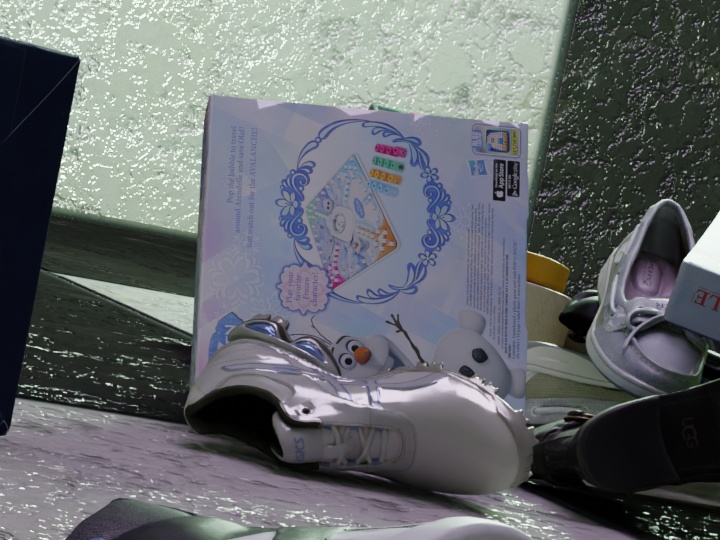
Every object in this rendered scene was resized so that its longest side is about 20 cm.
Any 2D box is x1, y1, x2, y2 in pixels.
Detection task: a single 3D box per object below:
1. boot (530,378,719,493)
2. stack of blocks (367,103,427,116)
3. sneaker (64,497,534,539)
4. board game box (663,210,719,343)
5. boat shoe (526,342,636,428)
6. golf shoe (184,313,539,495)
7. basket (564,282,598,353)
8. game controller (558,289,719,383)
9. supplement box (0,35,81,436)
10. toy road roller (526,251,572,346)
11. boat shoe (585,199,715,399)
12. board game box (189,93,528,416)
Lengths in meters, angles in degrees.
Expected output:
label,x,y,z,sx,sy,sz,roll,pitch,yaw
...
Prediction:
label,x,y,z,sx,sy,sz,roll,pitch,yaw
boot,0.188,0.098,1.658,0.200,0.069,0.174,-4,-4,-11
stack of blocks,-0.002,0.005,1.812,0.058,0.200,0.115,12,41,-30
sneaker,-0.026,0.105,0.907,0.112,0.073,0.200,15,6,35
board game box,0.293,0.026,1.648,0.200,0.041,0.200,22,18,11
boat shoe,0.191,0.106,1.880,0.202,0.065,0.074,18,-9,25
golf shoe,-0.004,0.092,1.530,0.200,0.078,0.097,14,28,23
basket,0.232,0.074,2.046,0.180,0.136,0.200,-13,7,3
game controller,0.232,0.065,1.890,0.200,0.042,0.104,22,6,-1
supplement box,-0.273,-0.035,1.379,0.200,0.200,0.134,12,1,31
toy road roller,0.082,0.048,2.088,0.200,0.123,0.146,13,-8,35
boat shoe,0.192,0.023,1.791,0.074,0.065,0.202,21,27,-4
board game box,0.000,0.000,1.666,0.199,0.200,0.043,6,-21,-9
